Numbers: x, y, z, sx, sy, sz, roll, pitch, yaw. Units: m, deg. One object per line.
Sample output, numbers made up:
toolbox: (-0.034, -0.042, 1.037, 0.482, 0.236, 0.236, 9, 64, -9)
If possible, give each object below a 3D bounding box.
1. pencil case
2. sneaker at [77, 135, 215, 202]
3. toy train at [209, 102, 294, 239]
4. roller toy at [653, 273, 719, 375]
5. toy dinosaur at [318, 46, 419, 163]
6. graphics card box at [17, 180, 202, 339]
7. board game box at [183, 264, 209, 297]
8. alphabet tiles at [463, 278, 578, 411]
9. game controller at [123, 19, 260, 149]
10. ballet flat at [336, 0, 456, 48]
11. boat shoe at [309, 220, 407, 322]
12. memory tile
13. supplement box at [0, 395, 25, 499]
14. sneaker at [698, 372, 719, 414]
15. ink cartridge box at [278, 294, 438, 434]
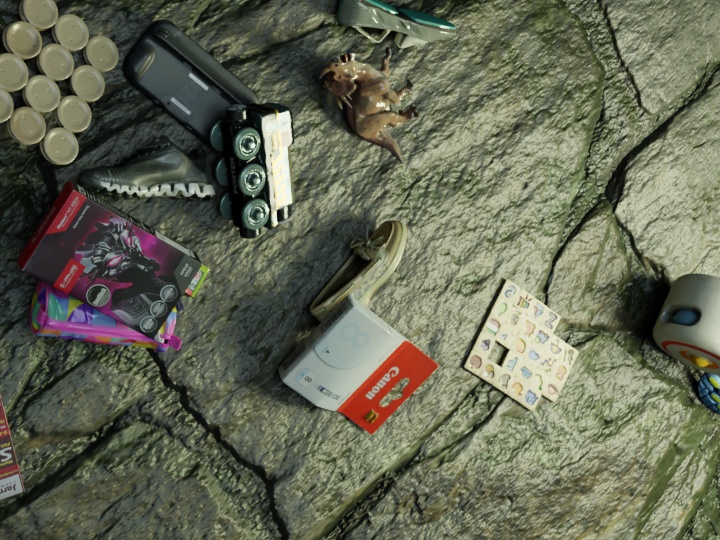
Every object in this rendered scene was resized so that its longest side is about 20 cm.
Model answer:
pencil case: (-0.343, 0.060, 1.603, 0.200, 0.088, 0.089, 10, 88, -26)
sneaker: (-0.294, -0.142, 1.635, 0.200, 0.066, 0.091, 0, 90, -32)
toy train: (-0.145, -0.146, 1.691, 0.114, 0.085, 0.200, -23, 119, -35)
roller toy: (0.614, 0.104, 2.070, 0.182, 0.200, 0.140, 23, 78, 16)
toy dinosaur: (0.007, -0.251, 1.787, 0.135, 0.086, 0.200, -21, 119, -16)
graphics card box: (-0.320, -0.011, 1.523, 0.200, 0.051, 0.126, 32, 95, -26)
board game box: (-0.314, -0.035, 1.607, 0.200, 0.102, 0.048, 34, 76, -26)
alphabet tiles: (0.280, 0.134, 1.995, 0.200, 0.008, 0.167, 34, 77, -26)
game controller: (-0.237, -0.260, 1.678, 0.200, 0.042, 0.104, 39, 89, -24)
ballet flat: (0.052, -0.377, 1.820, 0.200, 0.067, 0.064, 12, 114, -28)
boat shoe: (0.000, 0.000, 1.796, 0.063, 0.073, 0.200, 39, 75, -27)
memory tile: (-0.413, -0.253, 1.562, 0.153, 0.017, 0.200, 33, 65, -32)
supplement box: (-0.515, 0.206, 1.533, 0.109, 0.061, 0.200, -17, 102, -27)
sneaker: (0.700, 0.229, 2.202, 0.199, 0.071, 0.083, 29, 65, -28)
ink cartridge box: (0.002, 0.154, 1.785, 0.200, 0.047, 0.160, 39, 102, -23)
